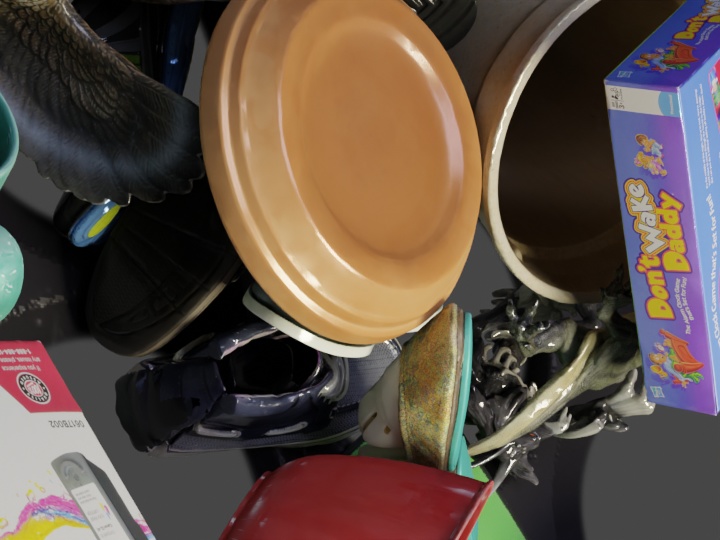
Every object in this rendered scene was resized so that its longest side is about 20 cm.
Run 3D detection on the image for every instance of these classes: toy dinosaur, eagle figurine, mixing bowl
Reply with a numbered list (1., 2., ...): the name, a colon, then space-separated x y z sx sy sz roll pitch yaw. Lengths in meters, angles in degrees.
1. toy dinosaur: 0.127 0.041 1.490 0.200 0.047 0.088 -32 142 -7
2. eagle figurine: -0.152 -0.143 1.367 0.200 0.152 0.151 38 19 -32
3. mixing bowl: -0.025 0.171 1.369 0.108 0.200 0.200 29 52 5

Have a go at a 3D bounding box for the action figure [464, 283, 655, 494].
1. action figure: 0.113 0.046 1.575 0.119 0.102 0.200 49 45 -36

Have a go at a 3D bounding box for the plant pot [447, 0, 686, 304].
1. plant pot: 0.099 -0.109 1.539 0.200 0.183 0.201 -19 124 -30

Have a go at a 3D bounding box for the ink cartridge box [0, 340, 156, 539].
1. ink cartridge box: -0.169 0.135 1.244 0.200 0.086 0.148 55 22 18

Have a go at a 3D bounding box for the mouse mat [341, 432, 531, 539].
1. mouse mat: 0.024 0.177 1.516 0.200 0.008 0.161 -40 102 -41

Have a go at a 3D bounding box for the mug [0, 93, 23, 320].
1. mug: -0.250 -0.038 1.250 0.152 0.115 0.185 19 30 -29

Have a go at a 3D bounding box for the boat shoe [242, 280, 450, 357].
1. boat shoe: 0.000 0.000 1.423 0.073 0.062 0.200 32 17 19

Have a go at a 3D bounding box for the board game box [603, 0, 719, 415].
1. board game box: 0.194 -0.043 1.448 0.134 0.045 0.200 -42 131 -44

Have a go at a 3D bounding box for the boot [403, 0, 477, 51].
1. boot: -0.020 -0.222 1.450 0.211 0.079 0.158 44 24 -36

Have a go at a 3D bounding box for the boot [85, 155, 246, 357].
1. boot: -0.054 -0.027 1.457 0.200 0.073 0.151 -57 155 1

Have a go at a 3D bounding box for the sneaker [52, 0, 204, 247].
1. sneaker: -0.136 -0.105 1.446 0.082 0.071 0.200 12 72 -2

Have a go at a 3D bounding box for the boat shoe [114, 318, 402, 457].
1. boat shoe: -0.030 0.058 1.452 0.200 0.093 0.075 -13 83 -43

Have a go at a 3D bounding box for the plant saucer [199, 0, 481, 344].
1. plant saucer: 0.000 -0.064 1.356 0.200 0.037 0.201 16 68 -46

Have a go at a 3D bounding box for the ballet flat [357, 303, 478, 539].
1. ballet flat: 0.030 0.092 1.440 0.070 0.200 0.071 -2 52 2
